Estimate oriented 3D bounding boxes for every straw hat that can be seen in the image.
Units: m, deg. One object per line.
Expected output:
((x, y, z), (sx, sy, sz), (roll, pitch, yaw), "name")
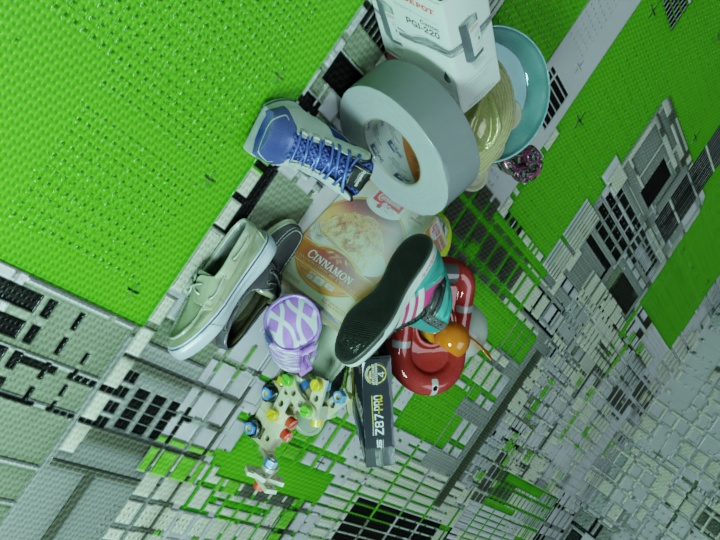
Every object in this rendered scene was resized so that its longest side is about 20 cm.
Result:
((0.157, -0.211, 1.499), (0.198, 0.085, 0.205), (-7, 108, -21), "straw hat")

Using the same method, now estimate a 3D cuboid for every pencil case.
((-0.091, 0.091, 1.475), (0.083, 0.086, 0.200), (-36, 172, -9), "pencil case")

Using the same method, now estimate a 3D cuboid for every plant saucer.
((0.189, -0.262, 1.585), (0.197, 0.036, 0.203), (-6, 108, -21), "plant saucer")

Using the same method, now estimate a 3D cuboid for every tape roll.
((0.062, -0.173, 1.401), (0.066, 0.199, 0.202), (-39, 145, -22), "tape roll")

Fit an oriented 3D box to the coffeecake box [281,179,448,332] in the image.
((0.000, -0.020, 1.497), (0.200, 0.153, 0.073), (-47, 146, -14), "coffeecake box")

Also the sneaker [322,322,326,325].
((0.000, 0.000, 1.611), (0.200, 0.076, 0.081), (-46, 172, -25), "sneaker")

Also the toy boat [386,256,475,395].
((0.113, 0.087, 1.532), (0.128, 0.131, 0.203), (-1, 109, -24), "toy boat")

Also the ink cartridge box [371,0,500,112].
((0.093, -0.319, 1.362), (0.085, 0.145, 0.201), (-42, 146, -17), "ink cartridge box")

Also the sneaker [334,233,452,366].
((0.054, 0.062, 1.427), (0.201, 0.083, 0.121), (-53, 135, -9), "sneaker")

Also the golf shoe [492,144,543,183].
((0.199, -0.207, 1.680), (0.199, 0.092, 0.073), (36, 90, -36), "golf shoe")

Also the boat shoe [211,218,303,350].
((-0.136, 0.022, 1.433), (0.201, 0.064, 0.072), (-50, 148, -10), "boat shoe")

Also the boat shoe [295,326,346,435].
((-0.057, 0.156, 1.668), (0.061, 0.071, 0.204), (-34, 144, -72), "boat shoe")

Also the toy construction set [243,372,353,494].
((-0.108, 0.234, 1.602), (0.201, 0.131, 0.092), (-56, 148, 0), "toy construction set")

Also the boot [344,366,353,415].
((0.059, 0.147, 1.667), (0.072, 0.152, 0.203), (-66, 167, -73), "boot")

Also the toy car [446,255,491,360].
((0.135, 0.077, 1.730), (0.186, 0.199, 0.177), (-55, 149, -1), "toy car")

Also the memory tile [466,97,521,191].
((0.132, -0.215, 1.545), (0.198, 0.017, 0.155), (27, 93, -28), "memory tile")

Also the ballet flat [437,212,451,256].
((0.104, -0.041, 1.643), (0.068, 0.066, 0.201), (108, 5, -47), "ballet flat")

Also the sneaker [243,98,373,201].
((-0.045, -0.149, 1.355), (0.198, 0.115, 0.081), (11, 109, -57), "sneaker")

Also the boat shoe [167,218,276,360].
((-0.190, 0.021, 1.373), (0.062, 0.072, 0.201), (43, 77, -34), "boat shoe")

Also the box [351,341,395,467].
((0.015, 0.166, 1.536), (0.048, 0.200, 0.164), (-5, 107, -4), "box")
